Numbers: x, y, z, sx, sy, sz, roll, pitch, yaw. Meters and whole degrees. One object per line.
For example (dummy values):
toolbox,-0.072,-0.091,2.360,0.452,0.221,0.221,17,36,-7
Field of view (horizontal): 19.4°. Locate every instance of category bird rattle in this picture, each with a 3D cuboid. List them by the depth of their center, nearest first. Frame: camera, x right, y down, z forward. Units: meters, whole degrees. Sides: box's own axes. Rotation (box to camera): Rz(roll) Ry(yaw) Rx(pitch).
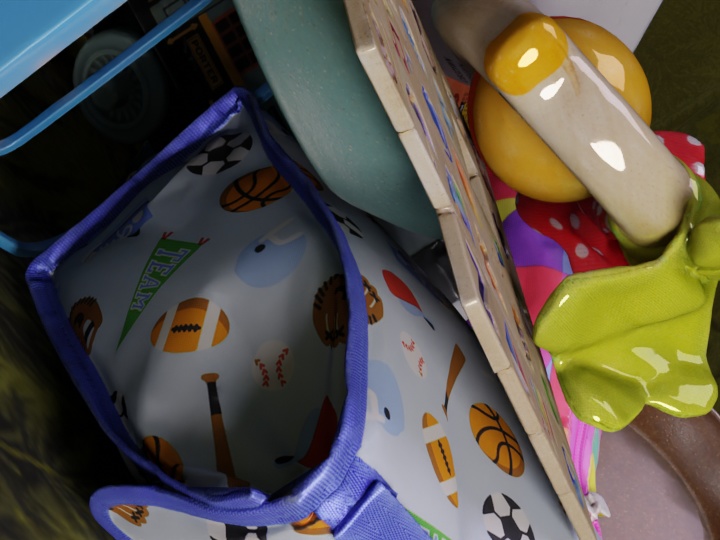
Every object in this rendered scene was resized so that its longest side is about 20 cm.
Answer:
bird rattle,0.088,-0.044,0.732,0.163,0.112,0.200,49,12,-20

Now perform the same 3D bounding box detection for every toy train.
toy train,-0.032,-0.047,0.820,0.085,0.114,0.201,-30,93,-51

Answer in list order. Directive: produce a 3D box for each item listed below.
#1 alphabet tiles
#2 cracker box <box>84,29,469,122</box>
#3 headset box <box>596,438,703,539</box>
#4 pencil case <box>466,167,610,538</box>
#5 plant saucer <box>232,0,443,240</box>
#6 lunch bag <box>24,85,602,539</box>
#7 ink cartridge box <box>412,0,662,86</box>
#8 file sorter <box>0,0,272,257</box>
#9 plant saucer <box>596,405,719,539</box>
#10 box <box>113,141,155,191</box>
alphabet tiles,0.025,-0.034,0.631,0.200,0.008,0.168,60,13,-48
cracker box,-0.048,-0.118,1.027,0.200,0.058,0.134,32,23,33
headset box,0.130,0.156,0.933,0.148,0.075,0.200,-19,64,-34
pencil case,0.064,0.045,0.842,0.088,0.088,0.201,45,38,-41
plant saucer,-0.016,-0.097,0.663,0.200,0.036,0.201,-20,90,-83
lunch bag,-0.006,0.064,0.678,0.170,0.124,0.200,47,2,-35
ink cartridge box,0.015,-0.151,0.883,0.199,0.085,0.146,26,-8,23
file sorter,-0.132,-0.126,0.733,0.200,0.138,0.123,56,5,25
plant saucer,0.078,0.110,0.874,0.201,0.199,0.035,56,-34,21
box,0.000,0.000,0.965,0.199,0.038,0.137,-2,50,-46
